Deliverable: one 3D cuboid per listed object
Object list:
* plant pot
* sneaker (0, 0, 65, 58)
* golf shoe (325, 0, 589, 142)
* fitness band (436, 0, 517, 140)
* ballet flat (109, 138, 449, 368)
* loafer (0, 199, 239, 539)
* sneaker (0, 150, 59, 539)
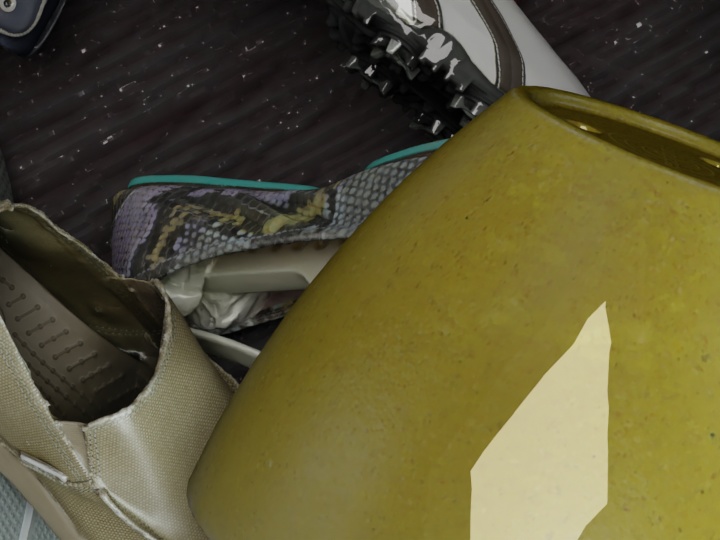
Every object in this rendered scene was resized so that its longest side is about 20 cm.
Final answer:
[{"bbox_3d":[0.067,0.031,0.854,0.199,0.200,0.143,22,101,9],"label":"plant pot"},{"bbox_3d":[-0.066,-0.135,1.031,0.201,0.077,0.147,15,90,0],"label":"sneaker"},{"bbox_3d":[0.019,-0.108,0.967,0.200,0.078,0.095,39,78,-9],"label":"golf shoe"},{"bbox_3d":[0.096,-0.039,1.013,0.143,0.037,0.201,-2,78,5],"label":"fitness band"},{"bbox_3d":[0.000,0.000,0.971,0.199,0.072,0.072,-5,77,34],"label":"ballet flat"},{"bbox_3d":[-0.076,0.048,0.957,0.200,0.067,0.076,36,56,-22],"label":"loafer"},{"bbox_3d":[-0.151,0.036,1.013,0.080,0.070,0.201,-19,72,18],"label":"sneaker"}]
